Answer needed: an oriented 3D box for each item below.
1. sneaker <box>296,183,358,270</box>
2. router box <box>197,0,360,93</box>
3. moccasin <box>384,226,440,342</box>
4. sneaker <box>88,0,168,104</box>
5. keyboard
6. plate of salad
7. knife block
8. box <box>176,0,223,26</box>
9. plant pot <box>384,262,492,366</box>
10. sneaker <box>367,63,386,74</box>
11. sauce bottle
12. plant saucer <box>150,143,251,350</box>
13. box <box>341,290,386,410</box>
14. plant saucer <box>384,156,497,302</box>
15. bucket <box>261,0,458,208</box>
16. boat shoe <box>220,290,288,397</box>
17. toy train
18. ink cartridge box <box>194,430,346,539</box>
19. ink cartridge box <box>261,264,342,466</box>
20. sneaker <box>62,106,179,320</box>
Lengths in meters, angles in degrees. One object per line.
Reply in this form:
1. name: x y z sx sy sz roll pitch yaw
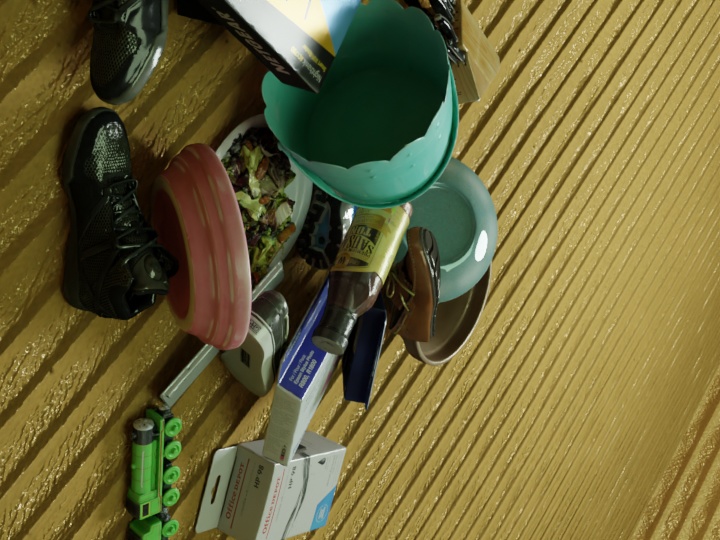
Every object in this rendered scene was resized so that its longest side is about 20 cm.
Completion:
1. sneaker: -0.017 -0.102 1.340 0.090 0.078 0.201 -13 127 -65
2. router box: -0.070 -0.277 1.018 0.200 0.051 0.150 35 77 -60
3. moccasin: 0.059 0.017 1.358 0.202 0.077 0.074 90 3 -60
4. sneaker: -0.212 -0.248 0.930 0.114 0.076 0.201 14 92 -56
5. keyboard: -0.152 0.071 1.226 0.200 0.011 0.056 -49 174 -15
6. plate of salad: -0.108 -0.074 1.222 0.200 0.048 0.202 -33 133 -44
7. knife block: 0.112 -0.307 1.406 0.200 0.063 0.177 -55 131 -58
8. box: -0.088 -0.331 1.083 0.200 0.078 0.142 -29 128 -48
9. plant pot: 0.097 0.025 1.551 0.200 0.092 0.202 -34 133 -45
10. sneaker: 0.040 -0.216 1.351 0.085 0.076 0.201 -58 148 -32
11. sauce bottle: 0.000 0.000 1.252 0.201 0.066 0.066 -68 150 -26
12. plant saucer: -0.160 -0.020 1.059 0.050 0.201 0.202 -11 120 -22
13. box: 0.003 0.088 1.395 0.200 0.032 0.122 -104 -155 -77
14. plant saucer: 0.094 -0.058 1.430 0.199 0.039 0.203 1 87 -17
15. bucket: 0.008 -0.172 1.179 0.208 0.206 0.135 -63 160 -11
16. boat shoe: -0.109 0.083 1.226 0.064 0.071 0.200 -47 171 -24
17. toy train: -0.231 0.242 1.217 0.056 0.042 0.202 -15 120 -41
18. ink cartridge box: -0.111 0.279 1.394 0.199 0.066 0.117 0 107 -57
19. ink cartridge box: -0.052 0.102 1.309 0.201 0.043 0.197 107 8 -49
20. sneaker: -0.217 -0.046 1.011 0.076 0.114 0.201 -18 120 -54
